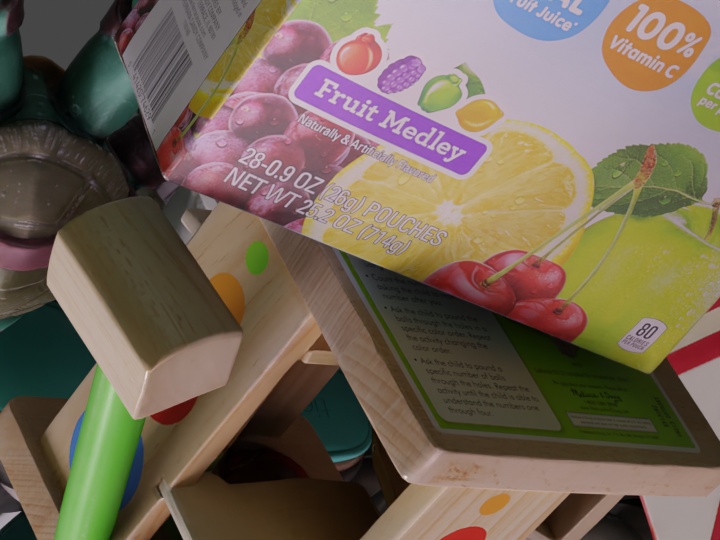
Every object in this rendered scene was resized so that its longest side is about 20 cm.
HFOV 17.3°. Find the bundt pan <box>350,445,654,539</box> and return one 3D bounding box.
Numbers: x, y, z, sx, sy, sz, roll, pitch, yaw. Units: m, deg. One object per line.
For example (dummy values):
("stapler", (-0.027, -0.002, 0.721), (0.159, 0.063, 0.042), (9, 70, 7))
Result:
("bundt pan", (0.054, 0.110, 0.911), (0.202, 0.076, 0.202), (11, -171, -2))

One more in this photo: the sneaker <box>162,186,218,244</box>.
("sneaker", (-0.014, -0.044, 0.722), (0.200, 0.075, 0.088), (-41, 153, 21))

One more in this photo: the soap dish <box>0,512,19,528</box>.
("soap dish", (-0.063, 0.135, 1.096), (0.200, 0.081, 0.157), (6, 150, -39))

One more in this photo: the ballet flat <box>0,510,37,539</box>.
("ballet flat", (-0.067, 0.105, 0.959), (0.200, 0.069, 0.063), (-26, 128, -39))

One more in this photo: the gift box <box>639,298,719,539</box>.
("gift box", (0.173, 0.026, 0.856), (0.200, 0.185, 0.187), (-32, 153, 23))

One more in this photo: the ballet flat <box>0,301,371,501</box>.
("ballet flat", (-0.082, 0.056, 0.806), (0.200, 0.068, 0.068), (15, 144, -43))

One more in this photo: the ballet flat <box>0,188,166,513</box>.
("ballet flat", (-0.115, 0.023, 0.853), (0.066, 0.057, 0.200), (-2, 149, -25))

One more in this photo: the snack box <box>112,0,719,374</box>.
("snack box", (0.064, -0.085, 0.584), (0.169, 0.068, 0.200), (21, 118, -34))

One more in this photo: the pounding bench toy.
("pounding bench toy", (-0.034, 0.052, 0.658), (0.200, 0.124, 0.156), (7, 133, -45))

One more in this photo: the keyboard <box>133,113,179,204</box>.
("keyboard", (-0.090, -0.019, 0.828), (0.056, 0.011, 0.200), (6, 150, -38))

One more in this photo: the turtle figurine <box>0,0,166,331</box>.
("turtle figurine", (-0.098, -0.042, 0.673), (0.150, 0.101, 0.200), (-5, 148, -30))
